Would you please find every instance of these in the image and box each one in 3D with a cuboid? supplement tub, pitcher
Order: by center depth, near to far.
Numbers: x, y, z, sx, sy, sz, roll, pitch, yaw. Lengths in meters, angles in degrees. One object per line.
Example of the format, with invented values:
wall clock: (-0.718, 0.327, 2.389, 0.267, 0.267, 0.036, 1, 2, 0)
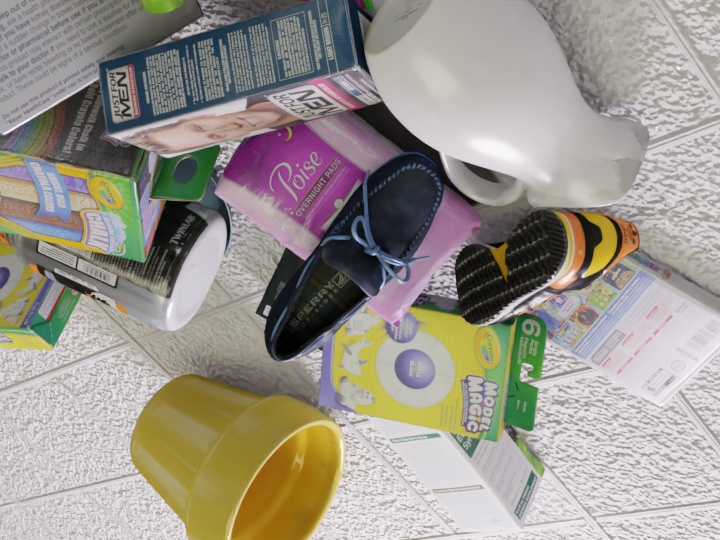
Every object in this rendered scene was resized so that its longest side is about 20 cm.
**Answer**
pitcher: (0.085, -0.120, 0.873, 0.200, 0.122, 0.171, 36, 148, -26)
supplement tub: (-0.237, -0.035, 1.119, 0.199, 0.123, 0.123, 24, 141, 9)

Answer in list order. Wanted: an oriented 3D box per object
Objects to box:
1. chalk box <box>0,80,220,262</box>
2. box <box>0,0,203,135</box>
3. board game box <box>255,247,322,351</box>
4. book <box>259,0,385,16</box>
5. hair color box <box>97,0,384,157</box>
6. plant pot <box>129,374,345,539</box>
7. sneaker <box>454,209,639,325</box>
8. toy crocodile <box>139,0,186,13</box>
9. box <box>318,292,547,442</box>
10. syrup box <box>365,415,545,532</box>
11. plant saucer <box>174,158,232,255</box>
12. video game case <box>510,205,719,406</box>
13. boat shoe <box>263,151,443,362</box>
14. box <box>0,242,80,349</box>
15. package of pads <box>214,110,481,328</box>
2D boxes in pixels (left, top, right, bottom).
chalk box: (-0.223, -0.098, 1.017, 0.199, 0.125, 0.124, 13, 147, 1)
box: (-0.249, -0.239, 0.884, 0.105, 0.183, 0.201, 39, 159, 50)
board game box: (-0.015, 0.014, 1.146, 0.135, 0.028, 0.200, 30, 141, 0)
book: (-0.061, -0.254, 0.873, 0.199, 0.048, 0.134, 13, 142, 22)
hair color box: (-0.084, -0.142, 0.893, 0.199, 0.061, 0.100, -12, 171, 17)
plant pot: (-0.148, 0.212, 1.333, 0.188, 0.201, 0.202, 28, 145, 30)
sneaker: (0.148, 0.001, 0.968, 0.089, 0.071, 0.200, -2, 167, -20)
toy crocodile: (-0.106, -0.231, 0.819, 0.198, 0.062, 0.068, -10, 142, 10)
box: (0.064, 0.083, 1.078, 0.199, 0.048, 0.118, 9, 108, 13)
syrup box: (0.096, 0.171, 1.205, 0.081, 0.079, 0.200, -13, 124, 41)
plant saucer: (-0.209, -0.082, 1.168, 0.199, 0.027, 0.201, 18, 141, 15)
video game case: (0.209, 0.030, 1.029, 0.199, 0.018, 0.143, 30, 142, 1)
boat shoe: (0.000, 0.000, 0.935, 0.084, 0.069, 0.201, 32, 105, -9)
box: (-0.397, 0.025, 1.321, 0.199, 0.118, 0.048, -3, 143, 35)
package of pads: (-0.010, -0.059, 0.993, 0.200, 0.076, 0.121, 37, 102, -9)
